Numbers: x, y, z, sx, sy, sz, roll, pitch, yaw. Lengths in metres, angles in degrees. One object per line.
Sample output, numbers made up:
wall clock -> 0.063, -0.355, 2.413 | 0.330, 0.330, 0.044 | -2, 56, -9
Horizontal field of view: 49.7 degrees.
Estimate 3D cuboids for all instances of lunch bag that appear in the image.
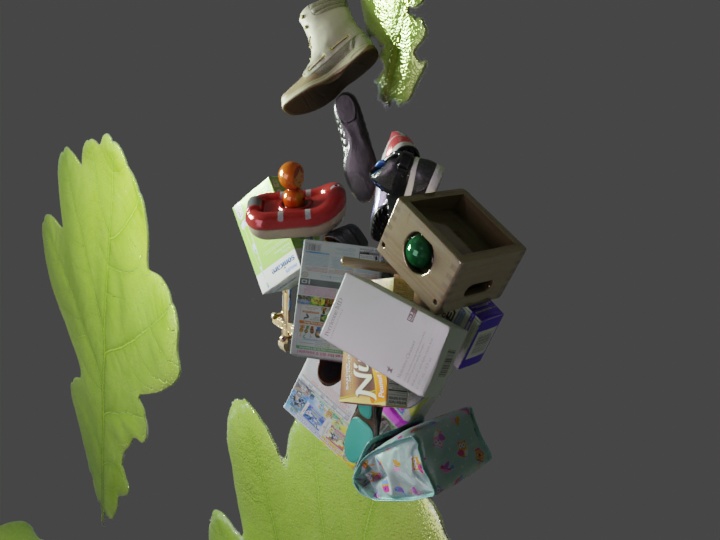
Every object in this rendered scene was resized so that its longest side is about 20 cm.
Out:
lunch bag -> 0.097, 0.325, 1.343 | 0.199, 0.168, 0.124 | -31, 77, 47

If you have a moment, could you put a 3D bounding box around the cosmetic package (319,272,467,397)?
cosmetic package -> 0.048, 0.096, 1.174 | 0.197, 0.081, 0.115 | 24, 94, 28

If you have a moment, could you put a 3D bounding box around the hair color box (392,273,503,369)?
hair color box -> 0.139, 0.052, 1.306 | 0.201, 0.064, 0.111 | 49, 135, 33

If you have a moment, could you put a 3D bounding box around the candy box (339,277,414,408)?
candy box -> 0.027, 0.119, 1.276 | 0.114, 0.054, 0.206 | -6, 77, 48

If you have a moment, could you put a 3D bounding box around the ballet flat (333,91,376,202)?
ballet flat -> -0.004, -0.227, 1.431 | 0.065, 0.057, 0.205 | -9, 96, 16

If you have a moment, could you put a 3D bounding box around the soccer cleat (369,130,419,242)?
soccer cleat -> 0.056, -0.145, 1.367 | 0.074, 0.066, 0.203 | -110, 27, -50

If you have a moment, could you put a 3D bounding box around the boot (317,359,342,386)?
boot -> -0.030, 0.166, 1.464 | 0.073, 0.201, 0.098 | 24, 133, 10

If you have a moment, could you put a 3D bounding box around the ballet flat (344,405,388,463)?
ballet flat -> 0.021, 0.260, 1.395 | 0.068, 0.067, 0.204 | 37, 128, 36

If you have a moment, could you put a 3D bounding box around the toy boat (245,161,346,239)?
toy boat -> -0.124, -0.142, 1.476 | 0.131, 0.194, 0.134 | -99, 4, -62

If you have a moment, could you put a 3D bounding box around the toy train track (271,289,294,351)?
toy train track -> -0.174, 0.084, 1.725 | 0.114, 0.032, 0.205 | 23, 116, 46

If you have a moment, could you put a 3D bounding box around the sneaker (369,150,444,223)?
sneaker -> 0.057, -0.124, 1.300 | 0.110, 0.074, 0.202 | 26, 136, -1

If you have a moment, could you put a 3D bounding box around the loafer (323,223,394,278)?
loafer -> 0.000, 0.000, 1.455 | 0.201, 0.071, 0.074 | 51, 133, 28

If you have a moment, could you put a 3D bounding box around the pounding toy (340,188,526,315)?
pounding toy -> 0.110, -0.023, 1.209 | 0.185, 0.197, 0.144 | 48, 131, 31

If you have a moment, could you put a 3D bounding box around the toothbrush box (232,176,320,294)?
toothbrush box -> -0.169, -0.074, 1.624 | 0.145, 0.085, 0.204 | -31, 74, 42

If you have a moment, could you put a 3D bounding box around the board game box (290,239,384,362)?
board game box -> -0.039, 0.058, 1.377 | 0.064, 0.144, 0.205 | 80, -163, -80

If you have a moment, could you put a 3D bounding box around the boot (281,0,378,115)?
boot -> -0.080, -0.389, 1.401 | 0.198, 0.072, 0.157 | -33, 69, 12

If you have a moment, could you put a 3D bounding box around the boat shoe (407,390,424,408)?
boat shoe -> 0.092, 0.165, 1.285 | 0.071, 0.069, 0.201 | 52, 133, 21

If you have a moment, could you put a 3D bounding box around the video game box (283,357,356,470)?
video game box -> -0.047, 0.276, 1.561 | 0.199, 0.047, 0.184 | 39, 128, 13

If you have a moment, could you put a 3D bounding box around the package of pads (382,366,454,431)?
package of pads -> 0.077, 0.178, 1.412 | 0.155, 0.067, 0.202 | 50, 133, 28
